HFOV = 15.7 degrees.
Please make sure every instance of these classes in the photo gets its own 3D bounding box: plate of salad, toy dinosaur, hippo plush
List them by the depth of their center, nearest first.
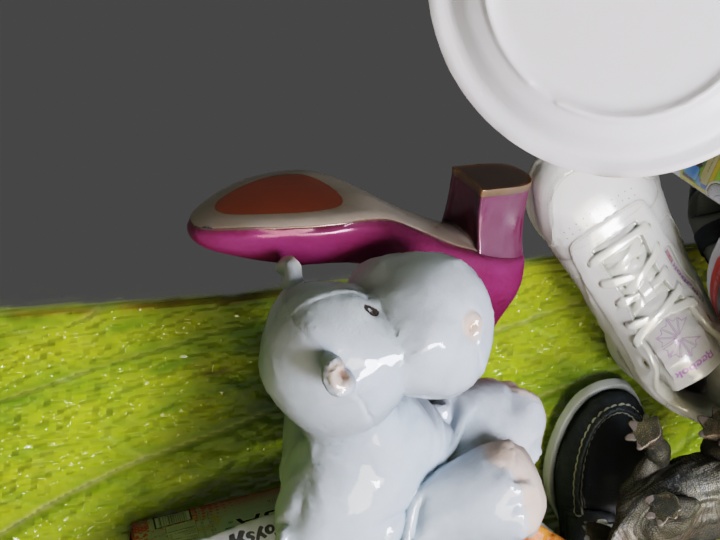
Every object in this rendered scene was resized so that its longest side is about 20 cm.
[{"bbox_3d":[0.133,-0.147,1.310,0.199,0.048,0.201,1,95,6],"label":"plate of salad"},{"bbox_3d":[-0.005,0.058,1.332,0.199,0.159,0.161,-18,125,-10],"label":"hippo plush"},{"bbox_3d":[0.195,0.121,1.445,0.199,0.077,0.102,-25,152,-6],"label":"toy dinosaur"}]

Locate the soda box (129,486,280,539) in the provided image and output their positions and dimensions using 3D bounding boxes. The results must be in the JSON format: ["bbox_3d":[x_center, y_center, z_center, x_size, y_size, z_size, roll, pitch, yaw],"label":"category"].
[{"bbox_3d":[-0.021,0.155,1.413,0.199,0.064,0.069,-14,111,-5],"label":"soda box"}]

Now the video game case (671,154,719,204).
[{"bbox_3d":[0.222,-0.125,1.328,0.023,0.182,0.201,2,119,-49],"label":"video game case"}]

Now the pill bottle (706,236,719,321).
[{"bbox_3d":[0.266,0.052,1.349,0.115,0.201,0.116,-12,136,-12],"label":"pill bottle"}]

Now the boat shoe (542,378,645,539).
[{"bbox_3d":[0.150,0.158,1.531,0.075,0.060,0.201,-17,124,-17],"label":"boat shoe"}]

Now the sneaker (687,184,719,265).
[{"bbox_3d":[0.262,-0.020,1.478,0.146,0.077,0.203,-24,135,-1],"label":"sneaker"}]

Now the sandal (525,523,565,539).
[{"bbox_3d":[0.063,0.155,1.494,0.206,0.059,0.079,40,95,-16],"label":"sandal"}]

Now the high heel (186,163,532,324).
[{"bbox_3d":[0.000,0.000,1.360,0.199,0.067,0.097,-3,119,-24],"label":"high heel"}]

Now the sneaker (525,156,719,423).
[{"bbox_3d":[0.158,0.004,1.421,0.075,0.100,0.200,-35,126,-1],"label":"sneaker"}]
